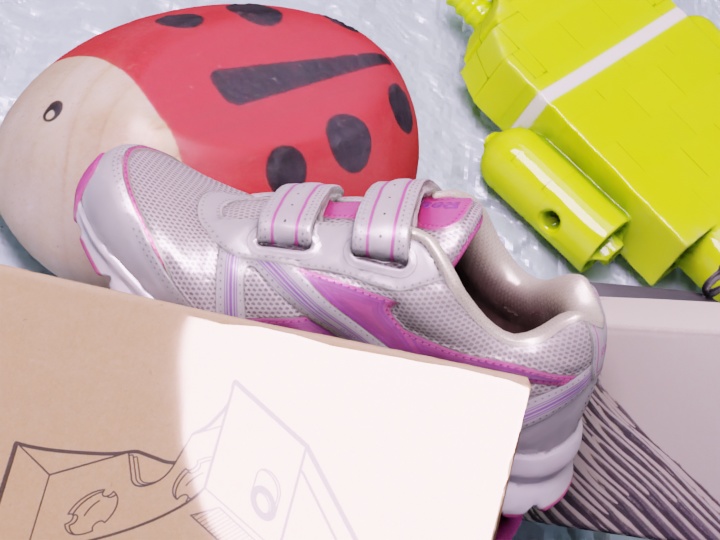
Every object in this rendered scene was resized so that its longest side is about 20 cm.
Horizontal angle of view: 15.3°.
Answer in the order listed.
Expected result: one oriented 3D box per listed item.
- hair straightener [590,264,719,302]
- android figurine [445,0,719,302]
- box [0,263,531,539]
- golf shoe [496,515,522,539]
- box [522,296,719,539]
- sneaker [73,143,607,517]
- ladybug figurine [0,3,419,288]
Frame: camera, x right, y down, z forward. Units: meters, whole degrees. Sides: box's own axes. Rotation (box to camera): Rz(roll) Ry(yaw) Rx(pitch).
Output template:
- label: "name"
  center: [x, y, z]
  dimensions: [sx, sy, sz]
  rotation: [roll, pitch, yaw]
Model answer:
- label: "hair straightener"
  center: [0.166, 0.019, 1.116]
  dimensions: [0.200, 0.077, 0.041]
  rotation: [3, 42, -28]
- label: "android figurine"
  center: [0.123, -0.067, 1.198]
  dimensions: [0.200, 0.041, 0.182]
  rotation: [44, 43, 9]
- label: "box"
  center: [-0.060, 0.089, 0.857]
  dimensions: [0.200, 0.021, 0.164]
  rotation: [12, 69, 7]
- label: "golf shoe"
  center: [-0.028, 0.074, 0.935]
  dimensions: [0.200, 0.075, 0.092]
  rotation: [-7, 37, -36]
- label: "box"
  center: [0.118, 0.054, 0.967]
  dimensions: [0.068, 0.200, 0.082]
  rotation: [-6, 94, -36]
- label: "sneaker"
  center: [0.000, 0.000, 0.923]
  dimensions: [0.200, 0.088, 0.081]
  rotation: [25, 29, -6]
- label: "ladybug figurine"
  center: [-0.050, -0.052, 1.050]
  dimensions: [0.200, 0.072, 0.136]
  rotation: [-20, 64, -43]
